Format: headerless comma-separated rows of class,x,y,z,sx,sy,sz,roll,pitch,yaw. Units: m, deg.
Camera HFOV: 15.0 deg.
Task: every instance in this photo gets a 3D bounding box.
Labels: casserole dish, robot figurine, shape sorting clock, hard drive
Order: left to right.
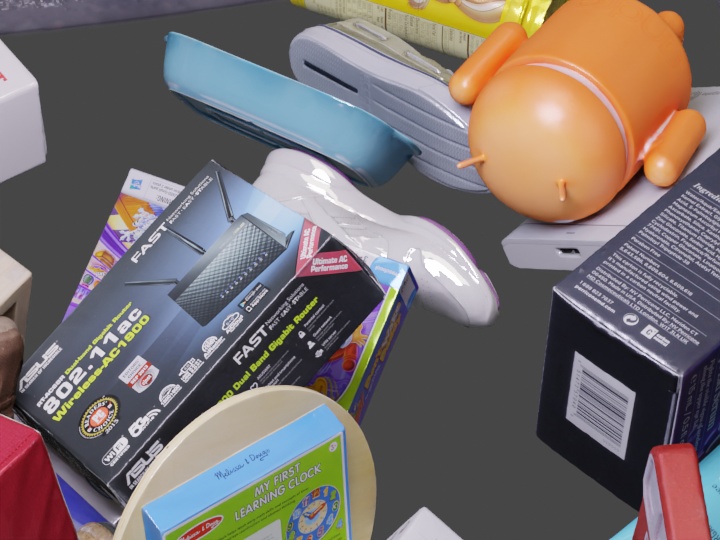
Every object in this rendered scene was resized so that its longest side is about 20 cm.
shape sorting clock,-0.069,0.160,1.574,0.200,0.201,0.039,-34,44,-28
casserole dish,-0.054,-0.106,1.872,0.199,0.121,0.039,23,85,18
robot figurine,0.145,-0.109,1.823,0.144,0.117,0.200,50,47,-7
hard drive,0.205,-0.064,1.847,0.200,0.027,0.132,-38,23,-30

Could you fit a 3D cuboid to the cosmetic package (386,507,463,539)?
cosmetic package,0.009,0.243,1.564,0.102,0.074,0.200,41,57,1

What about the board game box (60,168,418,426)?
board game box,-0.081,0.031,1.752,0.199,0.045,0.135,19,75,15

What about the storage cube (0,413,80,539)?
storage cube,-0.265,0.174,1.462,0.200,0.171,0.180,19,51,37

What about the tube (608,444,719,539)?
tube,0.226,0.144,1.693,0.077,0.050,0.200,47,60,2

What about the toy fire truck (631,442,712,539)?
toy fire truck,0.177,0.220,1.540,0.112,0.168,0.201,-2,53,-3

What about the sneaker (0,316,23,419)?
sneaker,-0.230,0.119,1.617,0.075,0.200,0.070,38,31,16

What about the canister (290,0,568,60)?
canister,0.063,-0.224,1.991,0.199,0.087,0.149,19,50,16

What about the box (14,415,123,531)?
box,-0.137,0.071,1.704,0.119,0.041,0.200,41,84,19

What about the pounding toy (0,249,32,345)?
pounding toy,-0.298,0.047,1.692,0.142,0.184,0.200,35,56,12

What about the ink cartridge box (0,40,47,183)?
ink cartridge box,-0.336,-0.103,1.871,0.200,0.084,0.146,-27,55,-24

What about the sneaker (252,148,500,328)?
sneaker,0.000,0.000,1.812,0.200,0.075,0.100,29,70,24

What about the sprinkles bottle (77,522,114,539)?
sprinkles bottle,-0.221,0.223,1.596,0.200,0.068,0.068,-30,56,-25

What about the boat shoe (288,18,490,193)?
boat shoe,0.038,-0.124,1.912,0.200,0.072,0.062,35,51,27

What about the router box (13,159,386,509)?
router box,-0.101,0.043,1.617,0.200,0.062,0.150,-48,36,-8

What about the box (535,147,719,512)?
box,0.214,0.032,1.725,0.104,0.148,0.200,35,57,26
